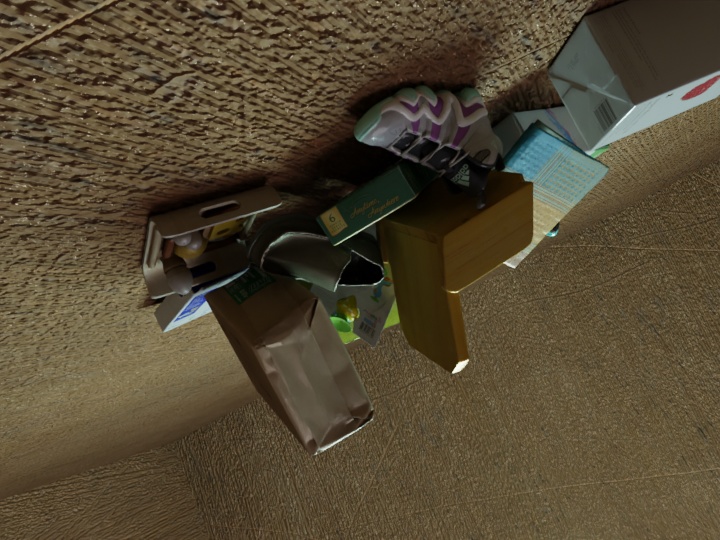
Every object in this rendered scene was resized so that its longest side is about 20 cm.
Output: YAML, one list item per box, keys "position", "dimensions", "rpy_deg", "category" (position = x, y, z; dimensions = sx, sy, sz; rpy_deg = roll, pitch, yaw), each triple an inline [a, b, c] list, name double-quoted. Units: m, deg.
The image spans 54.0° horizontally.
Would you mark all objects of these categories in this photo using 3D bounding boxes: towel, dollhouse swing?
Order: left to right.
- position: [0.128, -0.005, 0.887]
  dimensions: [0.181, 0.177, 0.200]
  rpy_deg: [-31, -161, -14]
  category: "dollhouse swing"
- position: [0.228, -0.100, 0.981]
  dimensions: [0.146, 0.022, 0.200]
  rpy_deg: [24, 121, -28]
  category: "towel"

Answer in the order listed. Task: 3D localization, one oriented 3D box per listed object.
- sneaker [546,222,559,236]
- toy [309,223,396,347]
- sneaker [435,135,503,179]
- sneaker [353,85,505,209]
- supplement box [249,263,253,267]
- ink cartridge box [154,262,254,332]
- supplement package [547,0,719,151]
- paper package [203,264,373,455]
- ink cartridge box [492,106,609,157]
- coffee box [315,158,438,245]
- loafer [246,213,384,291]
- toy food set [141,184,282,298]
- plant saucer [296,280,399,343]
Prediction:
- position: [0.211, -0.057, 1.074]
  dimensions: [0.199, 0.092, 0.077]
  rpy_deg: [-25, 171, 17]
  category: "sneaker"
- position: [0.000, 0.000, 0.980]
  dimensions: [0.047, 0.115, 0.201]
  rpy_deg: [-37, -156, 49]
  category: "toy"
- position: [0.126, -0.143, 1.016]
  dimensions: [0.199, 0.074, 0.082]
  rpy_deg: [-29, -174, 37]
  category: "sneaker"
- position: [0.093, -0.127, 0.778]
  dimensions: [0.199, 0.141, 0.078]
  rpy_deg: [-18, 167, -38]
  category: "sneaker"
- position: [-0.089, 0.016, 1.111]
  dimensions: [0.199, 0.109, 0.061]
  rpy_deg: [-15, 130, -45]
  category: "supplement box"
- position: [-0.229, 0.028, 1.034]
  dimensions: [0.099, 0.039, 0.200]
  rpy_deg: [-24, 173, -37]
  category: "ink cartridge box"
- position: [0.352, -0.250, 0.841]
  dimensions: [0.198, 0.121, 0.121]
  rpy_deg: [-23, 168, -12]
  category: "supplement package"
- position: [-0.095, 0.103, 0.911]
  dimensions: [0.103, 0.192, 0.200]
  rpy_deg: [-32, -153, -16]
  category: "paper package"
- position: [0.258, -0.176, 1.078]
  dimensions: [0.199, 0.085, 0.145]
  rpy_deg: [-16, 167, -40]
  category: "ink cartridge box"
- position: [0.030, -0.099, 0.884]
  dimensions: [0.122, 0.044, 0.200]
  rpy_deg: [-29, -173, 21]
  category: "coffee box"
- position: [-0.044, -0.018, 0.862]
  dimensions: [0.198, 0.070, 0.076]
  rpy_deg: [2, 126, -38]
  category: "loafer"
- position: [-0.180, -0.027, 0.849]
  dimensions: [0.142, 0.061, 0.200]
  rpy_deg: [-20, 168, -26]
  category: "toy food set"
- position: [-0.020, 0.001, 1.051]
  dimensions: [0.199, 0.200, 0.048]
  rpy_deg: [-16, 146, -39]
  category: "plant saucer"
